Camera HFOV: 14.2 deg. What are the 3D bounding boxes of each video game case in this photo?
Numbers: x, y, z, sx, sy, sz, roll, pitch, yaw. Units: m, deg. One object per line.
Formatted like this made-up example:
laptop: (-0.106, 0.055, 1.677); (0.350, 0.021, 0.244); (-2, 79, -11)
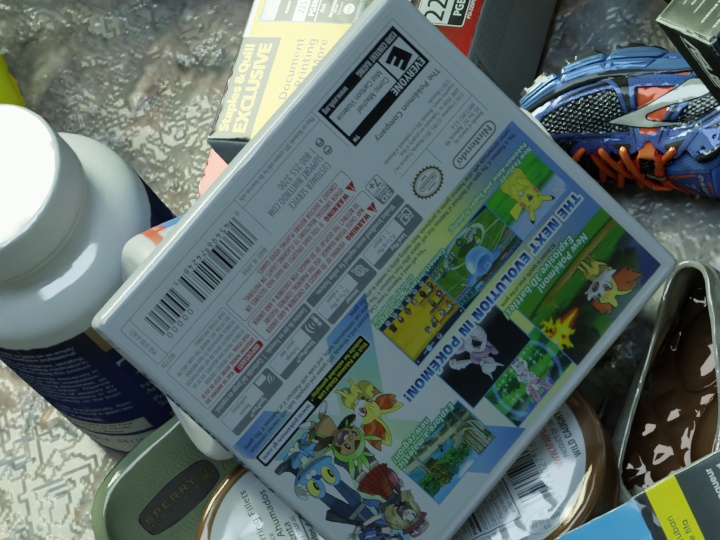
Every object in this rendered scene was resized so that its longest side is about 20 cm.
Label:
video game case: (0.013, 0.010, 1.271); (0.200, 0.182, 0.022); (-49, 11, -12)

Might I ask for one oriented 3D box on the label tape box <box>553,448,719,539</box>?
label tape box: (0.205, 0.134, 1.242); (0.200, 0.063, 0.144); (-30, 73, 19)

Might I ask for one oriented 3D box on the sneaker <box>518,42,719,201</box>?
sneaker: (0.152, -0.067, 1.400); (0.200, 0.075, 0.079); (-19, 61, 15)

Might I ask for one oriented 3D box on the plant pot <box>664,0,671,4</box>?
plant pot: (0.173, -0.205, 1.402); (0.200, 0.175, 0.200); (-10, 60, 18)

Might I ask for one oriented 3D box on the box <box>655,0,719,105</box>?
box: (0.252, -0.120, 1.310); (0.200, 0.193, 0.048); (-48, 40, -8)

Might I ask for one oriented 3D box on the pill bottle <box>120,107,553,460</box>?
pill bottle: (0.000, 0.000, 1.336); (0.200, 0.112, 0.112); (-23, 54, -15)

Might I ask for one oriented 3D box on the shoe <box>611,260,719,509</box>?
shoe: (0.139, 0.089, 1.330); (0.070, 0.053, 0.200); (5, 66, 26)

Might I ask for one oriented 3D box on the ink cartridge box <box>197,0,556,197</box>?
ink cartridge box: (0.001, -0.131, 1.493); (0.175, 0.084, 0.200); (5, 65, 27)

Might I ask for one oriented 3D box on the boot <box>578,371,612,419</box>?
boot: (0.006, 0.118, 1.363); (0.182, 0.073, 0.200); (14, 75, 16)

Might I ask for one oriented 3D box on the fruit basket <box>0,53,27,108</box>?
fruit basket: (-0.251, -0.113, 1.553); (0.215, 0.216, 0.156); (-1, 64, 23)

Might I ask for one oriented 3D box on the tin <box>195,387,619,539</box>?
tin: (0.019, 0.110, 1.313); (0.200, 0.042, 0.112); (-25, 58, 0)

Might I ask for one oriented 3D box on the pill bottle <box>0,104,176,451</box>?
pill bottle: (-0.138, 0.002, 1.409); (0.111, 0.200, 0.111); (-10, 60, 19)

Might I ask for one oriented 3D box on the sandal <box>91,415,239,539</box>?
sandal: (-0.046, 0.073, 1.400); (0.080, 0.057, 0.201); (42, 86, -3)
